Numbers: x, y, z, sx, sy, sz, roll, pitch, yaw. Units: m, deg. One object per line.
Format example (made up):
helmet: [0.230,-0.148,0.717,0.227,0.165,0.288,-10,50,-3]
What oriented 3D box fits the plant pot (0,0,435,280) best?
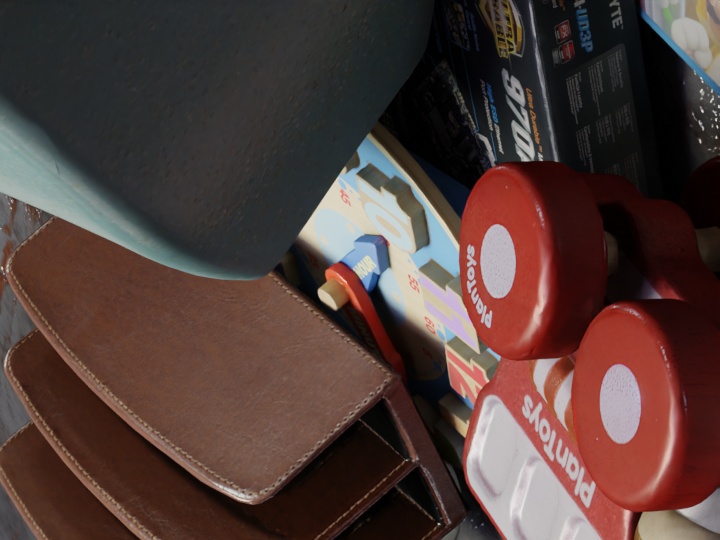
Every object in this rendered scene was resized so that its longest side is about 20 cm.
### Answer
plant pot: [-0.085,-0.107,0.855,0.195,0.197,0.200,22,161,43]

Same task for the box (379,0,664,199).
box: [0.049,-0.064,0.945,0.159,0.046,0.201,36,148,49]

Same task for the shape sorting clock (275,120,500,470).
shape sorting clock: [0.000,0.000,0.995,0.200,0.039,0.200,40,154,24]

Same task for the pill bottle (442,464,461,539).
pill bottle: [-0.037,0.094,1.203,0.200,0.112,0.113,22,129,58]

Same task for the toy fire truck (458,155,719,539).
toy fire truck: [0.102,0.062,0.826,0.200,0.112,0.168,-125,40,-48]

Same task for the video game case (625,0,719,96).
video game case: [0.133,-0.133,0.773,0.143,0.018,0.200,51,151,33]

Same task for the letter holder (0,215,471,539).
letter holder: [-0.079,0.068,1.038,0.200,0.142,0.101,39,164,41]
